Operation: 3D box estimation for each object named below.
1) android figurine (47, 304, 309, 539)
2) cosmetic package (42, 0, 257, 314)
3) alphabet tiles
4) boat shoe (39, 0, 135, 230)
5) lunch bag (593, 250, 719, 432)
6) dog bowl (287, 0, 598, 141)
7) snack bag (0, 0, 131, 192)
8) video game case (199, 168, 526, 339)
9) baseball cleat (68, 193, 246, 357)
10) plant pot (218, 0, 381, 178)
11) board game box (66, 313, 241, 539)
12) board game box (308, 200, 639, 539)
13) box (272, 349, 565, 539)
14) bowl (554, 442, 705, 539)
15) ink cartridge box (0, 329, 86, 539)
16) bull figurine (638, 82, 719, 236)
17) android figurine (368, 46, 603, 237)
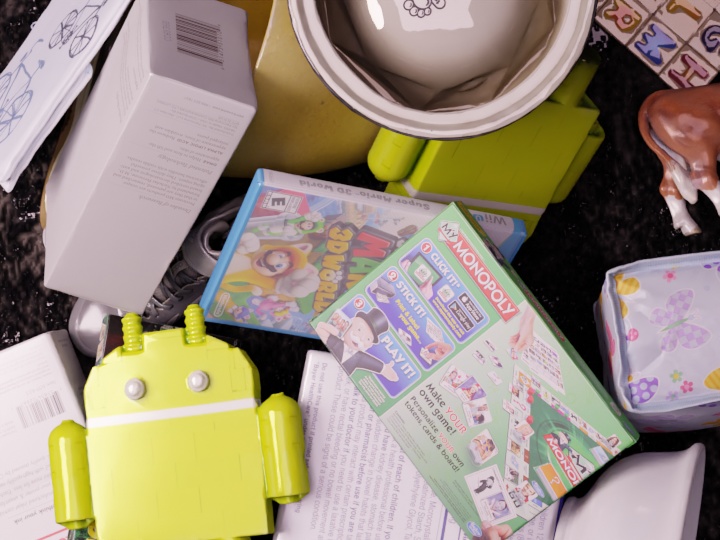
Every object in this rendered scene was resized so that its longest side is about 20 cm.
[{"bbox_3d":[-0.126,0.126,1.227,0.180,0.041,0.202,-6,84,5],"label":"android figurine"},{"bbox_3d":[-0.148,-0.082,1.214,0.080,0.114,0.201,15,130,-22],"label":"cosmetic package"},{"bbox_3d":[0.256,-0.233,1.352,0.200,0.006,0.167,42,88,6],"label":"alphabet tiles"},{"bbox_3d":[-0.186,-0.119,1.337,0.064,0.073,0.202,17,95,0],"label":"boat shoe"},{"bbox_3d":[0.269,0.043,1.245,0.198,0.170,0.129,-5,80,4],"label":"lunch bag"},{"bbox_3d":[0.052,-0.184,1.149,0.198,0.074,0.203,0,91,1],"label":"dog bowl"},{"bbox_3d":[-0.219,-0.157,1.289,0.021,0.188,0.201,35,88,-24],"label":"snack bag"},{"bbox_3d":[0.000,0.000,1.255,0.198,0.144,0.018,10,44,-19],"label":"video game case"},{"bbox_3d":[-0.136,-0.003,1.301,0.199,0.106,0.070,-35,89,1],"label":"baseball cleat"},{"bbox_3d":[-0.035,-0.149,1.282,0.141,0.200,0.202,16,85,-21],"label":"plant pot"},{"bbox_3d":[-0.150,0.140,1.275,0.104,0.023,0.202,13,77,-21],"label":"board game box"},{"bbox_3d":[0.076,0.073,1.201,0.134,0.029,0.201,-38,83,14],"label":"board game box"},{"bbox_3d":[0.045,0.165,1.277,0.198,0.105,0.186,10,85,5],"label":"box"},{"bbox_3d":[0.180,0.212,1.227,0.089,0.201,0.203,9,85,15],"label":"bowl"},{"bbox_3d":[-0.239,0.158,1.307,0.115,0.067,0.202,-21,90,1],"label":"ink cartridge box"},{"bbox_3d":[0.306,-0.100,1.306,0.198,0.065,0.123,-10,81,3],"label":"bull figurine"},{"bbox_3d":[0.090,-0.081,1.269,0.041,0.181,0.201,59,133,41],"label":"android figurine"}]
